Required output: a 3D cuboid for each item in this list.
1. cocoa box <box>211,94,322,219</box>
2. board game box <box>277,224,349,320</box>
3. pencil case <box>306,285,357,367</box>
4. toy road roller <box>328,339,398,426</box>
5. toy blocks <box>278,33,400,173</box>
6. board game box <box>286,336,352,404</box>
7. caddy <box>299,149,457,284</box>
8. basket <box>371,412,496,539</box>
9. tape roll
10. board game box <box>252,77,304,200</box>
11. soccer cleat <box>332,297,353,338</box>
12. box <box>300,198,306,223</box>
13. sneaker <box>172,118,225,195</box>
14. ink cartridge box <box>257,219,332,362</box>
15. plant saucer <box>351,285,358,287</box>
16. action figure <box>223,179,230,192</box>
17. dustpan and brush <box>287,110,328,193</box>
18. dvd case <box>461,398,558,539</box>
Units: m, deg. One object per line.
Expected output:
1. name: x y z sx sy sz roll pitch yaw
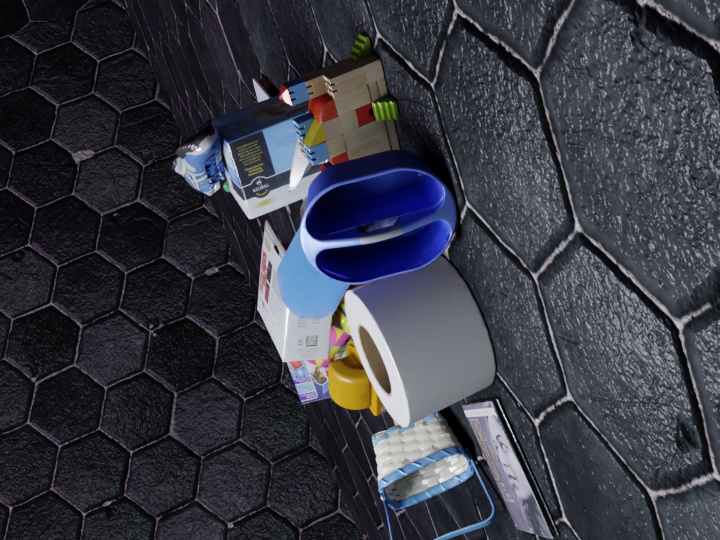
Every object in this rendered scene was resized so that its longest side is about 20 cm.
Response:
1. cocoa box: -0.118 -0.194 1.477 0.133 0.197 0.133 46 156 58
2. board game box: -0.040 -0.021 1.376 0.039 0.202 0.158 22 -170 -43
3. pencil case: -0.038 0.079 1.668 0.201 0.088 0.089 -55 47 23
4. toy road roller: 0.029 0.203 1.639 0.201 0.144 0.124 54 155 40
5. toy blocks: -0.026 -0.191 1.252 0.100 0.135 0.203 46 156 56
6. board game box: -0.038 0.166 1.772 0.035 0.197 0.137 -75 -31 -66
7. caddy: 0.021 -0.063 1.174 0.105 0.196 0.143 -102 -3 -62
8. basket: 0.113 0.342 1.525 0.140 0.174 0.202 60 -169 -51
9. tape roll: 0.079 0.096 1.302 0.204 0.137 0.204 60 166 26
10. board game box: -0.150 -0.262 1.879 0.200 0.026 0.202 52 160 48
11. soccer cleat: 0.006 0.094 1.543 0.198 0.085 0.065 14 163 35
12. box: -0.081 -0.051 1.717 0.110 0.034 0.203 120 151 -59
13. sneaker: -0.233 -0.168 1.427 0.077 0.076 0.200 48 167 -4
14. ink cartridge box: -0.110 0.028 1.589 0.200 0.082 0.179 -127 40 -60
15. plant saucer: 0.000 0.000 1.499 0.198 0.038 0.200 31 172 5
16. action figure: -0.141 -0.175 1.604 0.120 0.197 0.055 63 166 10
17. dustpan and brush: -0.044 -0.215 1.327 0.140 0.056 0.203 -56 -20 -61
18. dvd case: 0.210 0.281 1.349 0.149 0.016 0.203 135 112 -77
